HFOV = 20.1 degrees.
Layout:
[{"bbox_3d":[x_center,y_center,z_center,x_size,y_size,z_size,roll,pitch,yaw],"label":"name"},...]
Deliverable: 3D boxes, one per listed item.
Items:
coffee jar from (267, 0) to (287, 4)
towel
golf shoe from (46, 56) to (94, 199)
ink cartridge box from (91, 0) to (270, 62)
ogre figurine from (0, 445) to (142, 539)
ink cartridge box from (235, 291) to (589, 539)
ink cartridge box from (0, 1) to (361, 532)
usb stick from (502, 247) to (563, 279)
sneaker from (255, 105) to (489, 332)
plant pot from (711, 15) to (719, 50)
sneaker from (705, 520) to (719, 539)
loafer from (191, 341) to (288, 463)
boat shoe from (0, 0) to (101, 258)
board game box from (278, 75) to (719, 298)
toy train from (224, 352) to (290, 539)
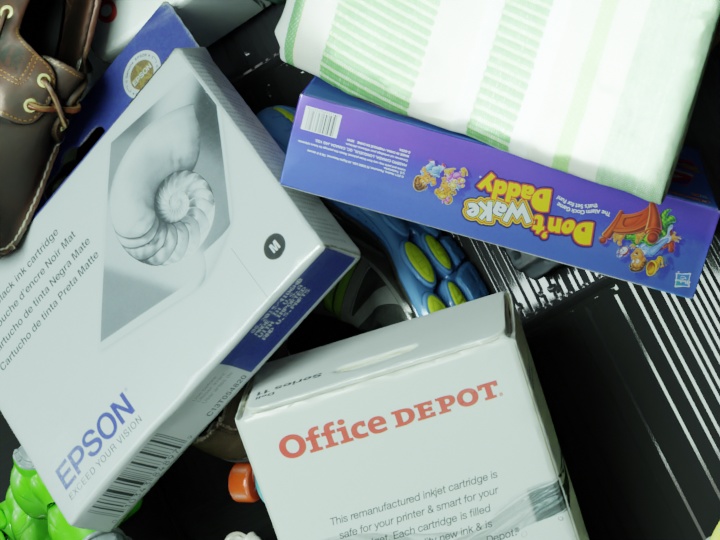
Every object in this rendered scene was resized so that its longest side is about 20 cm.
[{"bbox_3d":[-0.108,-0.202,0.992,0.198,0.105,0.086,16,131,10],"label":"coffee jar"},{"bbox_3d":[0.066,-0.134,0.908,0.199,0.023,0.154,20,98,19],"label":"towel"},{"bbox_3d":[-0.184,-0.038,1.149,0.088,0.077,0.201,40,127,9],"label":"golf shoe"},{"bbox_3d":[-0.080,-0.220,1.108,0.199,0.083,0.147,-32,78,18],"label":"ink cartridge box"},{"bbox_3d":[-0.155,0.162,1.102,0.098,0.200,0.120,-29,72,-2],"label":"ogre figurine"},{"bbox_3d":[0.038,0.129,1.022,0.145,0.083,0.202,-16,105,7],"label":"ink cartridge box"},{"bbox_3d":[-0.122,-0.009,1.024,0.200,0.040,0.200,-48,58,16],"label":"ink cartridge box"},{"bbox_3d":[0.062,-0.092,1.080,0.055,0.033,0.201,-29,84,12],"label":"usb stick"},{"bbox_3d":[0.000,0.000,1.099,0.200,0.071,0.083,48,119,16],"label":"sneaker"},{"bbox_3d":[0.106,-0.163,0.995,0.198,0.174,0.202,0,90,20],"label":"plant pot"},{"bbox_3d":[0.261,0.160,0.989,0.199,0.078,0.091,26,92,17],"label":"sneaker"},{"bbox_3d":[-0.080,0.002,1.061,0.072,0.071,0.202,-14,86,25],"label":"loafer"},{"bbox_3d":[-0.173,-0.102,1.034,0.070,0.070,0.202,0,75,28],"label":"boat shoe"},{"bbox_3d":[0.068,-0.050,0.986,0.198,0.135,0.045,15,106,2],"label":"board game box"},{"bbox_3d":[-0.082,0.074,1.135,0.150,0.056,0.200,-45,74,20],"label":"toy train"}]
